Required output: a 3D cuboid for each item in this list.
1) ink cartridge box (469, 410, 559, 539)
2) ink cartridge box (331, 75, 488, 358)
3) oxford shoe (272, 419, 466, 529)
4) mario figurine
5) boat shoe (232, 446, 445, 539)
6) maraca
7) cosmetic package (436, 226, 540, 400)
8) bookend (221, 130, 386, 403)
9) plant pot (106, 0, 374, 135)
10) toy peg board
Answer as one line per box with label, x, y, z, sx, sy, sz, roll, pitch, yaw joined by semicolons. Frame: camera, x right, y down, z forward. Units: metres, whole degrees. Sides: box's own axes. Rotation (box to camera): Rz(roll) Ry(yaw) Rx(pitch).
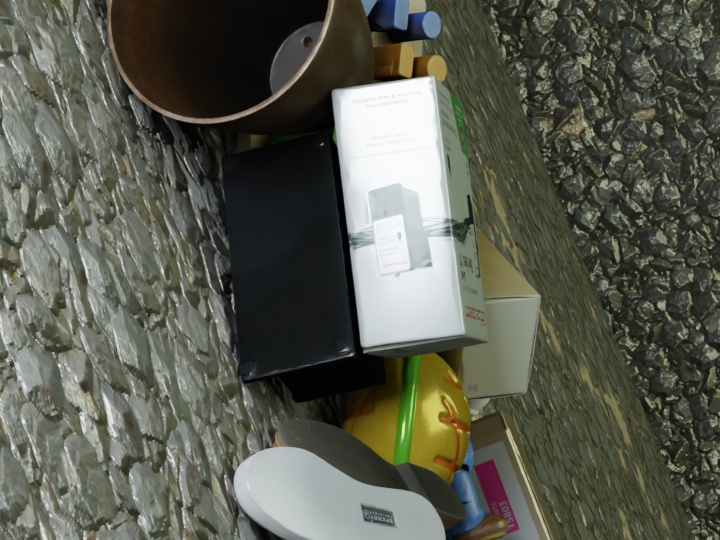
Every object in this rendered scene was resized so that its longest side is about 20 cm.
ink cartridge box;0.147;0.244;1.894;0.165;0.075;0.200;34;35;-80
ink cartridge box;0.041;-0.037;1.477;0.147;0.083;0.200;17;66;-78
oxford shoe;-0.004;0.175;1.476;0.200;0.071;0.071;32;22;-40
mario figurine;0.089;0.152;1.764;0.106;0.123;0.200;-8;80;-64
boat shoe;-0.026;0.179;1.376;0.200;0.066;0.072;18;52;-45
maraca;0.041;0.117;1.618;0.200;0.107;0.137;-81;179;-47
cosmetic package;0.084;0.024;1.718;0.200;0.071;0.105;-127;-142;-55
bookend;-0.030;0.027;1.542;0.200;0.092;0.199;57;23;-60
plant pot;-0.067;-0.179;1.490;0.200;0.187;0.187;27;42;-65
toy peg board;0.005;-0.166;1.664;0.200;0.098;0.200;11;83;-45
